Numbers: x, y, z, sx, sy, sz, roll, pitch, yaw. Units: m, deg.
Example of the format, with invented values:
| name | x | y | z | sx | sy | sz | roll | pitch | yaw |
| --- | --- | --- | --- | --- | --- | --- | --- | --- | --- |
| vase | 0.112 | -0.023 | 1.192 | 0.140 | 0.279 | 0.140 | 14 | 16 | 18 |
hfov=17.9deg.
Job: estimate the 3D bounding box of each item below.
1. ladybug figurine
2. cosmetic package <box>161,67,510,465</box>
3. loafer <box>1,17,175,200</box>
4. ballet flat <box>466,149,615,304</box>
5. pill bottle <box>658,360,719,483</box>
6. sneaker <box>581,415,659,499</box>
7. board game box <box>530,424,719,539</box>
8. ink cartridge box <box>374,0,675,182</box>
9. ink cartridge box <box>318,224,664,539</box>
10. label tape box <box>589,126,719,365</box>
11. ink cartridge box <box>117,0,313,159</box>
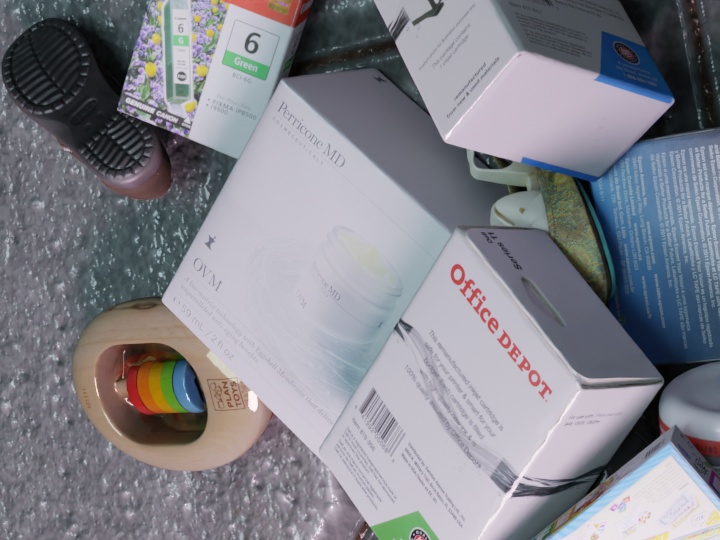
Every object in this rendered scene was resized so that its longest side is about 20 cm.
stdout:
| name | x | y | z | sx | sy | sz | roll | pitch | yaw |
| --- | --- | --- | --- | --- | --- | --- | --- | --- | --- |
| ladybug figurine | -0.130 | 0.079 | 1.713 | 0.199 | 0.072 | 0.137 | 0 | 110 | 40 |
| cosmetic package | 0.000 | 0.000 | 1.587 | 0.199 | 0.123 | 0.201 | 42 | 117 | 22 |
| loafer | -0.208 | -0.115 | 1.745 | 0.073 | 0.071 | 0.200 | -37 | 54 | -2 |
| ballet flat | 0.108 | -0.057 | 1.499 | 0.071 | 0.070 | 0.201 | -38 | 54 | 33 |
| pill bottle | 0.250 | 0.165 | 1.429 | 0.115 | 0.116 | 0.202 | 5 | 111 | 34 |
| sneaker | 0.162 | 0.189 | 1.442 | 0.075 | 0.079 | 0.202 | 3 | 98 | 4 |
| board game box | 0.156 | 0.207 | 1.378 | 0.200 | 0.034 | 0.135 | -40 | 92 | 19 |
| ink cartridge box | 0.089 | -0.167 | 1.449 | 0.084 | 0.145 | 0.201 | -48 | 49 | 31 |
| ink cartridge box | 0.079 | 0.091 | 1.435 | 0.147 | 0.083 | 0.201 | 54 | 127 | 32 |
| label tape box | 0.250 | -0.021 | 1.442 | 0.199 | 0.063 | 0.146 | -7 | 93 | 35 |
| ink cartridge box | -0.094 | -0.191 | 1.644 | 0.108 | 0.050 | 0.201 | 22 | 112 | 5 |
